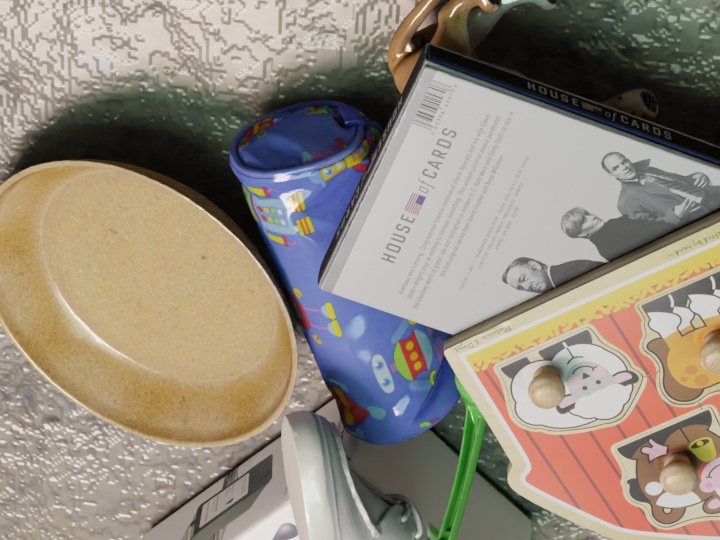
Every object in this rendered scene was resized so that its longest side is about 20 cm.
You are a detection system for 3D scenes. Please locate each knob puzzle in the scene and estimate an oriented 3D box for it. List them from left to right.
[{"bbox_3d":[0.166,0.081,1.569,0.219,0.031,0.220,1,125,1],"label":"knob puzzle"}]

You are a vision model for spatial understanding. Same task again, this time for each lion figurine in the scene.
[{"bbox_3d":[0.071,-0.083,1.555,0.122,0.073,0.200,-28,112,35],"label":"lion figurine"}]

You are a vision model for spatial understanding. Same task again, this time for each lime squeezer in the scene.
[{"bbox_3d":[0.057,0.045,1.610,0.038,0.071,0.201,2,110,30],"label":"lime squeezer"}]

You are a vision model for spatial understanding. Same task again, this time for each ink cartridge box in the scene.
[{"bbox_3d":[-0.021,0.177,1.759,0.145,0.084,0.200,41,123,-19],"label":"ink cartridge box"}]

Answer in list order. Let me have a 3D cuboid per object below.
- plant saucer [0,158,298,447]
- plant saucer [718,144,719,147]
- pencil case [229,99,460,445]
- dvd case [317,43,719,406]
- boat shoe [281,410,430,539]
[{"bbox_3d":[-0.118,0.011,1.658,0.199,0.035,0.201,17,135,18],"label":"plant saucer"},{"bbox_3d":[0.270,-0.007,1.559,0.200,0.037,0.200,45,125,4],"label":"plant saucer"},{"bbox_3d":[0.000,0.000,1.624,0.087,0.078,0.200,-26,122,-4],"label":"pencil case"},{"bbox_3d":[0.097,-0.020,1.534,0.199,0.025,0.151,19,123,-11],"label":"dvd case"},{"bbox_3d":[0.005,0.157,1.650,0.068,0.072,0.201,-18,116,-5],"label":"boat shoe"}]
